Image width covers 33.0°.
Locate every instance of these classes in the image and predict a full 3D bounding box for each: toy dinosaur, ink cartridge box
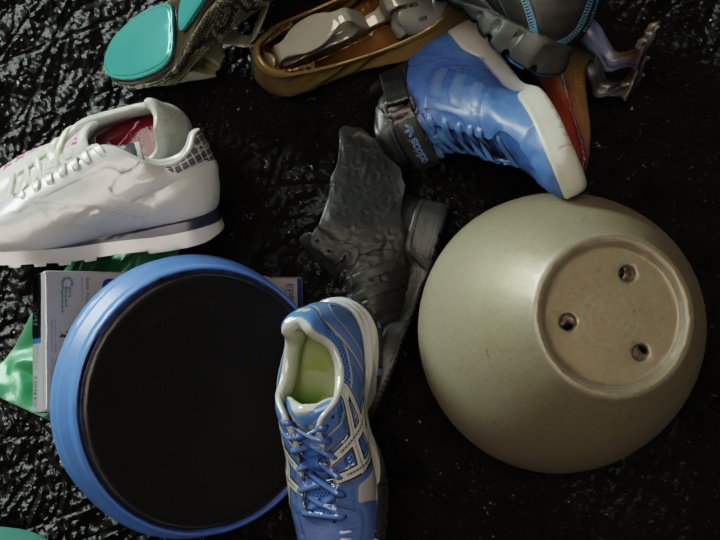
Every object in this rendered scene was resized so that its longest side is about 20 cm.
[{"bbox_3d":[0.125,-0.193,0.882,0.181,0.105,0.201,29,88,13],"label":"toy dinosaur"},{"bbox_3d":[-0.137,0.052,0.886,0.199,0.039,0.100,2,82,-28],"label":"ink cartridge box"}]

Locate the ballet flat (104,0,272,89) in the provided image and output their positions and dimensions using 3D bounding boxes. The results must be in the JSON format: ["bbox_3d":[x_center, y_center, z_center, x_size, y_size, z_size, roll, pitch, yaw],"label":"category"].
[{"bbox_3d":[-0.119,-0.180,0.915,0.200,0.075,0.068,-25,59,49],"label":"ballet flat"}]

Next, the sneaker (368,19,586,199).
[{"bbox_3d":[0.072,-0.095,0.854,0.111,0.077,0.200,-29,45,1],"label":"sneaker"}]

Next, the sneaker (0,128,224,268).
[{"bbox_3d":[-0.200,-0.050,0.870,0.199,0.076,0.081,-10,108,-10],"label":"sneaker"}]

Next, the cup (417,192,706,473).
[{"bbox_3d":[0.146,0.035,0.803,0.199,0.143,0.201,1,82,-5],"label":"cup"}]

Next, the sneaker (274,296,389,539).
[{"bbox_3d":[-0.028,0.117,0.821,0.075,0.077,0.201,-7,83,26],"label":"sneaker"}]

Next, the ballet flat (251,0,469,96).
[{"bbox_3d":[0.009,-0.186,0.919,0.199,0.063,0.069,-25,79,4],"label":"ballet flat"}]

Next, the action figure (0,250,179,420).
[{"bbox_3d":[-0.190,0.023,0.924,0.118,0.055,0.201,23,79,13],"label":"action figure"}]

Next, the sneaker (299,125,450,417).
[{"bbox_3d":[0.000,-0.001,0.897,0.104,0.060,0.201,18,80,9],"label":"sneaker"}]

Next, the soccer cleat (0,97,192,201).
[{"bbox_3d":[-0.225,-0.079,0.927,0.199,0.086,0.070,-26,79,5],"label":"soccer cleat"}]

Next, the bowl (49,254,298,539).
[{"bbox_3d":[-0.114,0.089,0.851,0.200,0.039,0.202,-1,91,-28],"label":"bowl"}]

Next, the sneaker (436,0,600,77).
[{"bbox_3d":[0.078,-0.219,0.848,0.200,0.073,0.082,36,112,12],"label":"sneaker"}]

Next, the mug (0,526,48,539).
[{"bbox_3d":[-0.255,0.263,0.840,0.185,0.114,0.153,36,109,51],"label":"mug"}]
